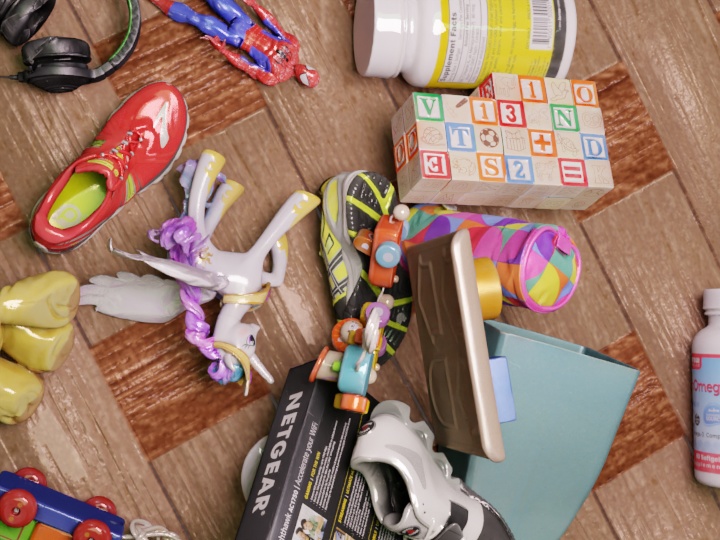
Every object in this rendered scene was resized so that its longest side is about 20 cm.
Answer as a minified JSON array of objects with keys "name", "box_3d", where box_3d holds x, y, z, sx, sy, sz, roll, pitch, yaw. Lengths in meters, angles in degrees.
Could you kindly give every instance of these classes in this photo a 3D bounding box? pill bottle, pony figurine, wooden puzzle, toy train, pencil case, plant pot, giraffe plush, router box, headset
[{"name":"pill bottle","box_3d":[0.396,0.119,1.173,0.108,0.109,0.201,0,87,-12]},{"name":"pony figurine","box_3d":[-0.145,-0.004,1.052,0.193,0.166,0.201,23,67,-18]},{"name":"pill bottle","box_3d":[0.100,-0.235,1.123,0.199,0.114,0.115,0,87,-12]},{"name":"wooden puzzle","box_3d":[0.089,0.062,0.981,0.046,0.200,0.186,-8,88,-9]},{"name":"toy train","box_3d":[-0.255,0.270,1.040,0.200,0.085,0.116,25,93,-10]},{"name":"pencil case","box_3d":[0.113,-0.018,1.074,0.088,0.200,0.089,-10,107,-35]},{"name":"plant pot","box_3d":[0.152,0.161,1.105,0.141,0.141,0.201,17,92,-11]},{"name":"toy train","box_3d":[-0.002,0.034,1.008,0.055,0.200,0.151,11,121,6]},{"name":"giraffe plush","box_3d":[-0.369,0.038,0.999,0.162,0.200,0.173,31,94,24]},{"name":"router box","box_3d":[-0.023,0.200,1.017,0.149,0.051,0.200,42,45,-28]},{"name":"headset","box_3d":[-0.297,-0.215,1.044,0.200,0.094,0.124,-33,94,-6]}]

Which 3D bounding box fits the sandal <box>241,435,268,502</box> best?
[{"name":"sandal","box_3d":[-0.040,0.230,1.101,0.079,0.059,0.207,-39,112,6]}]

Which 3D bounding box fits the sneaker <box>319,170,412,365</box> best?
[{"name":"sneaker","box_3d":[0.000,0.000,1.115,0.075,0.076,0.201,-8,104,-33]}]

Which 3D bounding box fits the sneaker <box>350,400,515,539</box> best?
[{"name":"sneaker","box_3d":[0.059,0.218,1.007,0.200,0.074,0.089,49,40,-6]}]

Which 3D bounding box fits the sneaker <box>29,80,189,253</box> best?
[{"name":"sneaker","box_3d":[-0.227,-0.094,1.058,0.077,0.085,0.200,39,80,-9]}]

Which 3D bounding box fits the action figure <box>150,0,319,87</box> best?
[{"name":"action figure","box_3d":[-0.125,-0.237,1.109,0.200,0.052,0.066,32,76,-11]}]

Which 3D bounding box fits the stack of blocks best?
[{"name":"stack of blocks","box_3d":[0.133,-0.125,1.094,0.199,0.059,0.116,1,70,-20]}]
